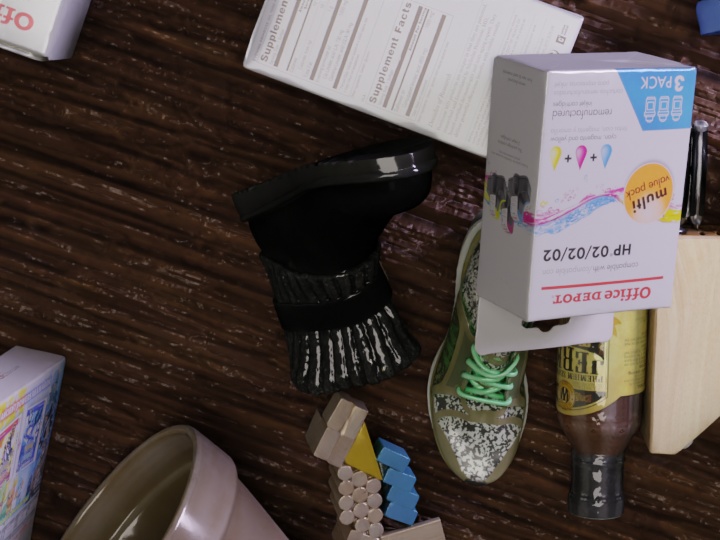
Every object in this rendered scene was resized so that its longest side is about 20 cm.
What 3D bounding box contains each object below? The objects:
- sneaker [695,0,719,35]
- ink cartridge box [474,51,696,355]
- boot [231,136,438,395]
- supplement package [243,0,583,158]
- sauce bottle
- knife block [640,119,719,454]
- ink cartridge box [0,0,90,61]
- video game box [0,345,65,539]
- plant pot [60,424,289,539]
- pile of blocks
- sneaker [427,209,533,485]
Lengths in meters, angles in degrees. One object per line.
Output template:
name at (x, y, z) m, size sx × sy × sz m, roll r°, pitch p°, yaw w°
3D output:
sneaker at (0.315, -0.222, 1.145) m, size 0.200 × 0.070 × 0.078 m, roll -20°, pitch 93°, yaw 0°
ink cartridge box at (0.142, -0.035, 1.084) m, size 0.115 × 0.068 × 0.200 m, roll -5°, pitch 108°, yaw -26°
boot at (0.002, -0.001, 1.145) m, size 0.079 × 0.211 × 0.158 m, roll -20°, pitch 94°, yaw -30°
supplement package at (0.036, -0.155, 1.146) m, size 0.200 × 0.114 × 0.110 m, roll 21°, pitch 98°, yaw 1°
sauce bottle at (0.171, 0.075, 1.196) m, size 0.065 × 0.065 × 0.200 m, roll 0°, pitch 97°, yaw 4°
knife block at (0.225, 0.003, 1.183) m, size 0.200 × 0.064 × 0.176 m, roll -44°, pitch 93°, yaw 9°
ink cartridge box at (-0.242, -0.260, 1.162) m, size 0.145 × 0.088 × 0.200 m, roll 20°, pitch 97°, yaw 1°
video game box at (-0.264, 0.159, 1.168) m, size 0.047 × 0.200 × 0.183 m, roll 15°, pitch 99°, yaw 3°
plant pot at (-0.113, 0.237, 1.191) m, size 0.173 × 0.200 × 0.200 m, roll 39°, pitch 99°, yaw -20°
pile of blocks at (0.012, 0.174, 1.227) m, size 0.082 × 0.062 × 0.200 m, roll -13°, pitch 105°, yaw -7°
sneaker at (0.088, 0.058, 1.186) m, size 0.077 × 0.089 × 0.200 m, roll 6°, pitch 99°, yaw 3°
